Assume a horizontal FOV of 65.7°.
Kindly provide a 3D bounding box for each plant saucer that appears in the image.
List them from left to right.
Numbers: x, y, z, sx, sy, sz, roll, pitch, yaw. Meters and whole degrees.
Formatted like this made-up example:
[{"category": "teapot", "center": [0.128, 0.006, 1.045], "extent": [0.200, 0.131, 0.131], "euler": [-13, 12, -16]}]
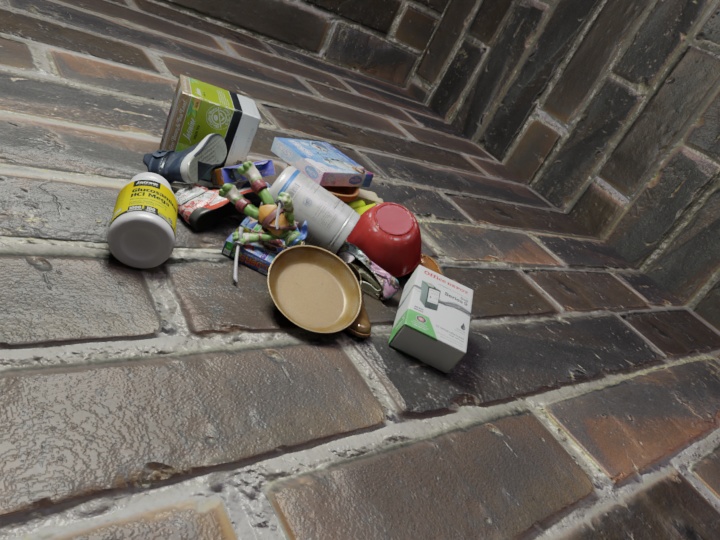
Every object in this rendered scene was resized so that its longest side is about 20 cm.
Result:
[{"category": "plant saucer", "center": [-0.094, 0.042, 1.112], "extent": [0.200, 0.035, 0.201], "euler": [16, 52, -21]}, {"category": "plant saucer", "center": [-0.100, -0.228, 1.451], "extent": [0.200, 0.038, 0.200], "euler": [19, 26, -10]}]

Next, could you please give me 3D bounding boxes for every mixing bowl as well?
[{"category": "mixing bowl", "center": [0.071, -0.094, 1.380], "extent": [0.199, 0.109, 0.201], "euler": [7, 55, -10]}]

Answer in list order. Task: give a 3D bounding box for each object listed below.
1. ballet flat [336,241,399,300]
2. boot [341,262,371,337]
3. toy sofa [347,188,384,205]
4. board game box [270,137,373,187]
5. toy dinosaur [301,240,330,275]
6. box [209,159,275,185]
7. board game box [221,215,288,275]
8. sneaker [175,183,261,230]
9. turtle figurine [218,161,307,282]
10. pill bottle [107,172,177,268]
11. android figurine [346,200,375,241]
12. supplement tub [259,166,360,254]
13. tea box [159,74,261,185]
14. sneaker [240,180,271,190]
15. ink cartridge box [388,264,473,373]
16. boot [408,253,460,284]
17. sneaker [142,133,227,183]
[{"category": "ballet flat", "center": [0.000, 0.000, 1.320], "extent": [0.200, 0.069, 0.071], "euler": [38, 48, 17]}, {"category": "boot", "center": [-0.021, 0.057, 1.180], "extent": [0.073, 0.076, 0.200], "euler": [12, 33, -34]}, {"category": "toy sofa", "center": [-0.033, -0.187, 1.581], "extent": [0.199, 0.083, 0.098], "euler": [13, 27, -29]}, {"category": "board game box", "center": [-0.099, -0.285, 1.469], "extent": [0.200, 0.043, 0.199], "euler": [39, 30, 29]}, {"category": "toy dinosaur", "center": [-0.120, 0.026, 1.179], "extent": [0.106, 0.061, 0.200], "euler": [10, 44, -13]}, {"category": "box", "center": [-0.274, -0.226, 1.294], "extent": [0.119, 0.042, 0.200], "euler": [-15, 15, -20]}, {"category": "board game box", "center": [-0.211, -0.064, 1.248], "extent": [0.135, 0.035, 0.200], "euler": [27, 27, -5]}, {"category": "sneaker", "center": [-0.319, -0.165, 1.249], "extent": [0.108, 0.067, 0.201], "euler": [39, 46, 22]}, {"category": "turtle figurine", "center": [-0.210, -0.119, 1.125], "extent": [0.200, 0.144, 0.194], "euler": [-30, 73, -40]}, {"category": "pill bottle", "center": [-0.403, -0.103, 1.047], "extent": [0.112, 0.113, 0.200], "euler": [15, 30, -25]}, {"category": "android figurine", "center": [0.015, -0.108, 1.477], "extent": [0.200, 0.041, 0.182], "euler": [-22, 71, -33]}, {"category": "supplement tub", "center": [-0.116, -0.131, 1.271], "extent": [0.200, 0.132, 0.132], "euler": [36, 26, -7]}, {"category": "tea box", "center": [-0.379, -0.344, 1.392], "extent": [0.196, 0.200, 0.134], "euler": [12, 31, -27]}, {"category": "sneaker", "center": [-0.195, -0.158, 1.394], "extent": [0.199, 0.081, 0.115], "euler": [5, 38, -26]}, {"category": "ink cartridge box", "center": [0.158, 0.100, 1.218], "extent": [0.146, 0.084, 0.200], "euler": [25, 41, -5]}, {"category": "boot", "center": [0.156, 0.032, 1.399], "extent": [0.200, 0.074, 0.155], "euler": [32, 33, 19]}, {"category": "sneaker", "center": [-0.405, -0.258, 1.278], "extent": [0.146, 0.077, 0.202], "euler": [-1, 30, 18]}]
